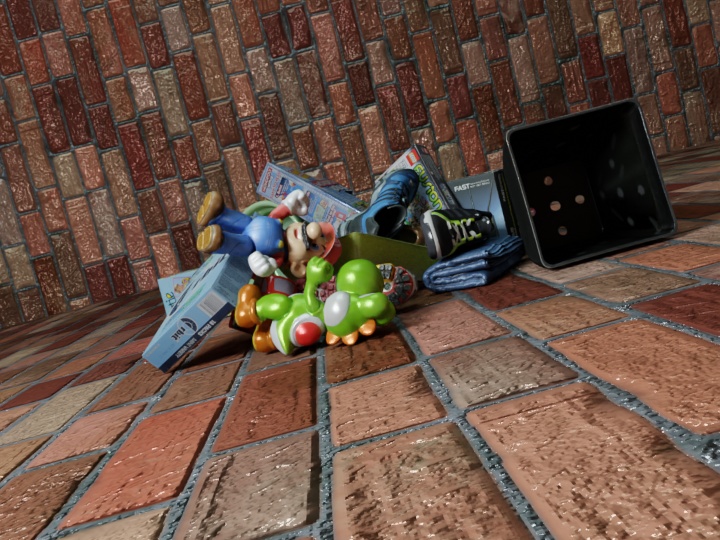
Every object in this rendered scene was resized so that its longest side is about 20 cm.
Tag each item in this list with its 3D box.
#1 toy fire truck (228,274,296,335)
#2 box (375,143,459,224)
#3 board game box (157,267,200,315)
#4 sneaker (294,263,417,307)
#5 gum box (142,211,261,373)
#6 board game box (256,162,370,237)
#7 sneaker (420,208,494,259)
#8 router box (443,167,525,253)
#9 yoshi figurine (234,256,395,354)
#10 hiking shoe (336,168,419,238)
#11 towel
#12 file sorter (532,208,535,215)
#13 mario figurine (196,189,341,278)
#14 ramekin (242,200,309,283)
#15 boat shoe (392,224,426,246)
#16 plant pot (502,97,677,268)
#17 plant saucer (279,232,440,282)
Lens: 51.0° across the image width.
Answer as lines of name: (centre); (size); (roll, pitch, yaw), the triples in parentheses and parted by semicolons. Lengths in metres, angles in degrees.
toy fire truck: (-0.147, 0.022, 1.123); (0.049, 0.142, 0.200); (19, -22, -25)
box: (0.109, -0.105, 1.299); (0.035, 0.201, 0.110); (1, -34, -48)
board game box: (-0.289, 0.039, 1.529); (0.199, 0.106, 0.103); (-12, 6, 17)
sneaker: (-0.011, 0.039, 1.066); (0.199, 0.078, 0.082); (-8, -5, 22)
gum box: (-0.209, 0.027, 1.061); (0.170, 0.045, 0.200); (-40, 17, 30)
board game box: (-0.071, -0.128, 1.341); (0.199, 0.062, 0.200); (26, 15, 8)
sneaker: (0.151, -0.068, 1.127); (0.082, 0.072, 0.200); (-14, 5, 25)
router box: (0.182, -0.086, 1.320); (0.199, 0.151, 0.062); (-10, 7, 41)
yoshi figurine: (-0.048, 0.039, 0.944); (0.199, 0.113, 0.112); (-8, 1, 23)
hiking shoe: (0.051, -0.094, 1.203); (0.086, 0.075, 0.200); (-1, 40, 44)
towel: (0.177, -0.015, 1.161); (0.111, 0.049, 0.200); (-12, 6, 29)
file sorter: (0.257, -0.116, 1.542); (0.138, 0.126, 0.200); (-16, 6, -13)
mario figurine: (-0.108, -0.052, 0.995); (0.199, 0.124, 0.106); (12, 1, -32)
ramekin: (-0.137, -0.029, 1.386); (0.199, 0.201, 0.097); (-10, 0, 39)
boat shoe: (0.043, -0.043, 1.267); (0.199, 0.076, 0.074); (-15, -15, 40)
plant pot: (0.317, -0.114, 1.127); (0.199, 0.201, 0.177); (-15, -5, -3)
plant saucer: (0.000, 0.000, 1.175); (0.199, 0.048, 0.199); (9, -17, -42)
